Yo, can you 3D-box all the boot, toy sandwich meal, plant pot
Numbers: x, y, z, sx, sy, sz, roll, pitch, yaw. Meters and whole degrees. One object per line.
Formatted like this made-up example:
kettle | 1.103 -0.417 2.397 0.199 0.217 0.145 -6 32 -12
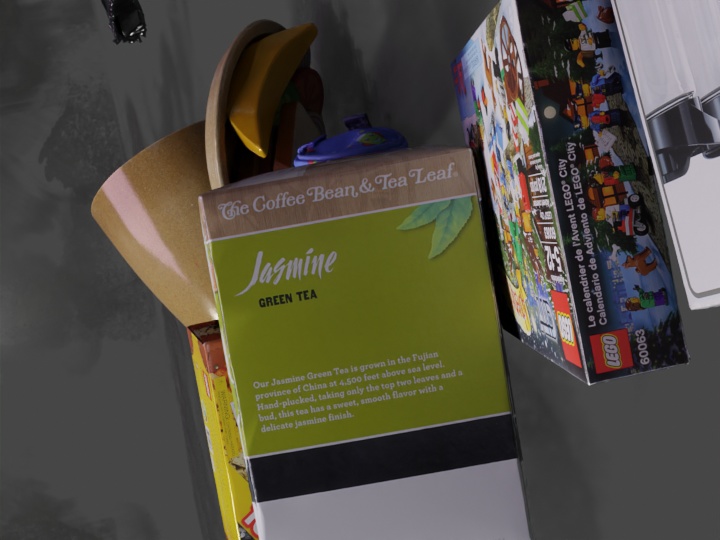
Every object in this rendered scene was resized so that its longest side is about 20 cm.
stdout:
boot | -0.398 -0.475 1.860 0.199 0.073 0.163 84 167 -46
toy sandwich meal | -0.050 -0.089 0.869 0.205 0.069 0.208 0 -90 -68
plant pot | -0.136 -0.014 1.131 0.201 0.185 0.187 60 161 11

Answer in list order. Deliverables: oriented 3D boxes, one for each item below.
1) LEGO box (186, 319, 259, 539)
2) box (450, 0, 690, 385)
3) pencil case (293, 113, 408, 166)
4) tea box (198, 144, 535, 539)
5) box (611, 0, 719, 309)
LEGO box | -0.044 0.129 0.921 0.077 0.147 0.202 -155 53 -70
box | 0.078 -0.036 0.483 0.200 0.037 0.138 -119 18 -88
pencil case | 0.000 0.000 0.790 0.086 0.078 0.202 8 113 36
tea box | 0.005 0.038 0.625 0.200 0.132 0.199 -85 -14 -84
box | 0.122 -0.097 0.330 0.117 0.059 0.202 153 105 -74
